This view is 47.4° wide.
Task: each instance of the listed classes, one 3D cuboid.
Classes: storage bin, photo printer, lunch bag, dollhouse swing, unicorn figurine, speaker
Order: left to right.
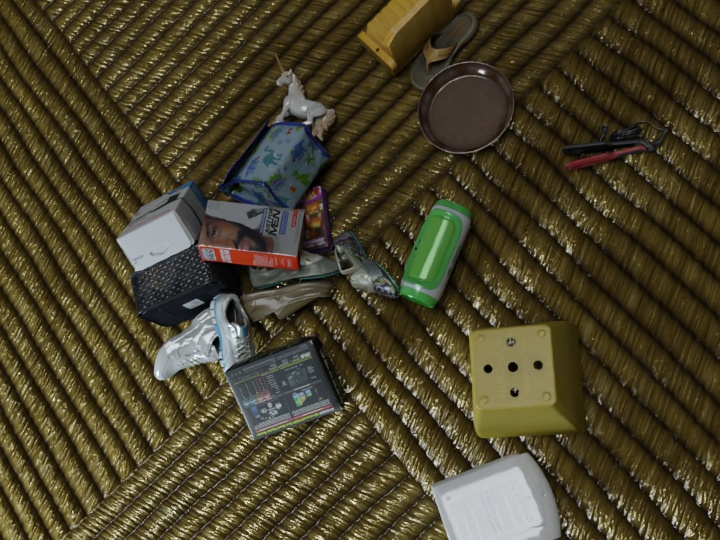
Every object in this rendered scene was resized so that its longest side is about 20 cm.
[{"bbox_3d":[-0.366,0.033,1.731,0.199,0.135,0.094,-22,69,13],"label":"storage bin"},{"bbox_3d":[-0.194,-0.223,1.736,0.199,0.128,0.171,13,62,46],"label":"lunch bag"},{"bbox_3d":[-0.139,-0.358,1.801,0.199,0.074,0.138,31,75,10],"label":"unicorn figurine"},{"bbox_3d":[0.086,-0.542,1.705,0.200,0.176,0.182,-44,65,6],"label":"dollhouse swing"},{"bbox_3d":[0.146,-0.033,1.596,0.088,0.088,0.201,21,83,23],"label":"speaker"},{"bbox_3d":[0.243,0.422,1.443,0.199,0.069,0.167,-25,68,11],"label":"photo printer"}]

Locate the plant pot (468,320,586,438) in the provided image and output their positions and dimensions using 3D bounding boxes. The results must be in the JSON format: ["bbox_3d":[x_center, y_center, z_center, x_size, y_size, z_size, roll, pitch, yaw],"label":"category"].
[{"bbox_3d":[0.281,0.182,1.438,0.198,0.176,0.202,-6,74,17],"label":"plant pot"}]

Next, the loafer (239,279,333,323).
[{"bbox_3d":[-0.147,0.062,1.682,0.198,0.076,0.068,-11,93,12],"label":"loafer"}]

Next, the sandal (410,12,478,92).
[{"bbox_3d":[0.170,-0.467,1.723,0.080,0.054,0.200,39,90,24],"label":"sandal"}]

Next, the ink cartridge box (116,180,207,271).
[{"bbox_3d":[-0.415,-0.098,1.750,0.144,0.200,0.084,-25,112,11],"label":"ink cartridge box"}]

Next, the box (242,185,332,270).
[{"bbox_3d":[-0.161,-0.088,1.745,0.199,0.039,0.138,-14,70,16],"label":"box"}]

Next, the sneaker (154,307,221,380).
[{"bbox_3d":[-0.350,0.168,1.721,0.200,0.075,0.100,-43,65,4],"label":"sneaker"}]

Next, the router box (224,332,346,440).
[{"bbox_3d":[-0.145,0.227,1.607,0.199,0.062,0.151,-21,97,13],"label":"router box"}]

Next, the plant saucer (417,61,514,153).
[{"bbox_3d":[0.217,-0.328,1.678,0.199,0.034,0.202,-5,74,18],"label":"plant saucer"}]

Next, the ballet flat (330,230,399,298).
[{"bbox_3d":[0.000,0.000,1.632,0.072,0.072,0.200,-43,52,4],"label":"ballet flat"}]

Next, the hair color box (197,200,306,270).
[{"bbox_3d":[-0.215,-0.071,1.647,0.198,0.064,0.112,5,62,3],"label":"hair color box"}]

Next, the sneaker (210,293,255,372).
[{"bbox_3d":[-0.249,0.140,1.660,0.075,0.087,0.201,-18,89,-30],"label":"sneaker"}]

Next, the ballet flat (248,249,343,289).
[{"bbox_3d":[-0.136,-0.009,1.685,0.198,0.067,0.064,-11,106,10],"label":"ballet flat"}]

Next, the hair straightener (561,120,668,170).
[{"bbox_3d":[0.481,-0.250,1.560,0.199,0.041,0.078,-14,71,16],"label":"hair straightener"}]
